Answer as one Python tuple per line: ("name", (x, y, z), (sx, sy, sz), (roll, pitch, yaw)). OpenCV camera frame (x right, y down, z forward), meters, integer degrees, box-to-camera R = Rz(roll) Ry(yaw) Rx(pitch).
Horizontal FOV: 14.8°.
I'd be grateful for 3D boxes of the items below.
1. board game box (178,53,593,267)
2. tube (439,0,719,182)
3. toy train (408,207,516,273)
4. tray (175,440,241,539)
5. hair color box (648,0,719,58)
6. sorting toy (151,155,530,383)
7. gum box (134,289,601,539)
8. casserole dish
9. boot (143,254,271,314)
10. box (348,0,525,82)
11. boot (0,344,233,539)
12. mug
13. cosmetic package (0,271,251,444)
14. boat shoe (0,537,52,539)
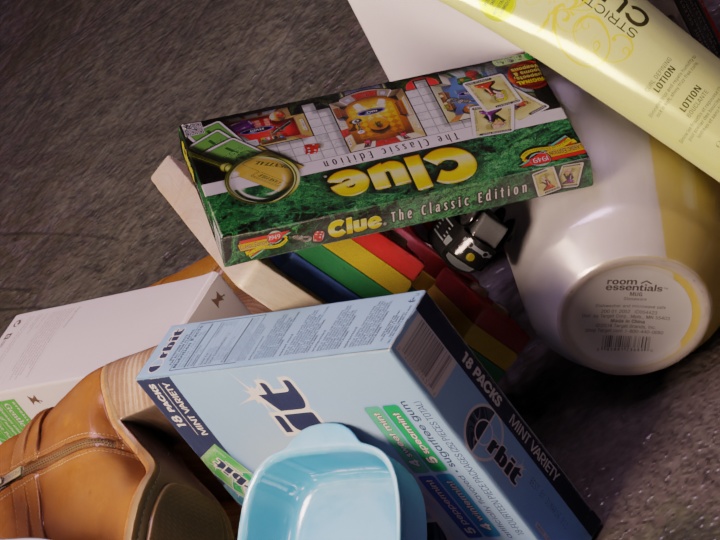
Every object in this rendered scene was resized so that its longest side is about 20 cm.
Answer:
("board game box", (0.012, -0.060, 1.454), (0.198, 0.024, 0.105), (-13, 42, -10))
("tube", (0.127, -0.122, 1.456), (0.058, 0.200, 0.052), (-46, -9, -36))
("toy train", (0.046, -0.035, 1.542), (0.046, 0.034, 0.200), (-55, 16, 6))
("tray", (-0.051, 0.105, 1.583), (0.199, 0.099, 0.037), (-8, 37, 46))
("hair color box", (0.123, -0.102, 1.680), (0.199, 0.102, 0.061), (-25, 6, 25))
("sorting toy", (0.000, 0.000, 1.558), (0.070, 0.199, 0.199), (-54, 25, 5))
("gum box", (0.002, 0.094, 1.452), (0.199, 0.170, 0.045), (-7, 39, 46))
("casserole dish", (-0.013, 0.179, 1.397), (0.121, 0.039, 0.202), (-9, 72, 45))
("boot", (-0.096, 0.016, 1.839), (0.200, 0.071, 0.144), (-9, 32, 41))
("box", (0.106, -0.199, 1.591), (0.200, 0.107, 0.152), (-34, 10, -36))
("boot", (-0.151, 0.142, 1.532), (0.155, 0.077, 0.201), (-29, 49, 30))
("mug", (0.155, -0.034, 1.502), (0.186, 0.149, 0.154), (-34, 33, 24))
("cosmetic package", (-0.143, 0.076, 1.744), (0.199, 0.108, 0.085), (-12, 36, 45))
("boat shoe", (-0.200, 0.175, 1.434), (0.201, 0.075, 0.065), (19, 39, 13))
